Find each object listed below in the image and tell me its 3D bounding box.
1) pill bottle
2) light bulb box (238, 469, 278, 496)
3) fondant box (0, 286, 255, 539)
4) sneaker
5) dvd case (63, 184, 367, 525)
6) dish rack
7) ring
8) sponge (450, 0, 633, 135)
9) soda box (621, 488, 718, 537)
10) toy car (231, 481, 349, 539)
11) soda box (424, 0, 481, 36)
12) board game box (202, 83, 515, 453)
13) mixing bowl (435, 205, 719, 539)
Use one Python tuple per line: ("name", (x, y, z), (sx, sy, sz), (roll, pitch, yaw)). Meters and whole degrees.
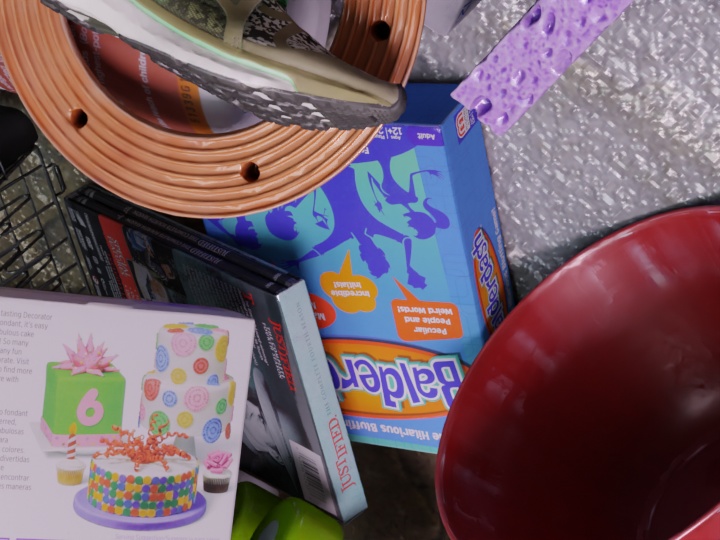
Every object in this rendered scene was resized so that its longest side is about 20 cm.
("pill bottle", (-0.124, -0.131, 0.839), (0.200, 0.112, 0.112), (15, 129, 21))
("light bulb box", (-0.172, 0.209, 1.040), (0.125, 0.199, 0.200), (32, 143, -32))
("fondant box", (-0.137, 0.112, 0.848), (0.058, 0.144, 0.200), (-167, 83, -66))
("sneaker", (-0.064, -0.123, 0.701), (0.200, 0.077, 0.089), (28, 90, 8))
("dvd case", (-0.081, 0.041, 0.954), (0.200, 0.022, 0.146), (23, 137, 48))
("dish rack", (-0.219, -0.009, 1.013), (0.153, 0.055, 0.200), (11, 129, 38))
("ring", (-0.065, -0.122, 0.743), (0.200, 0.019, 0.201), (4, 102, 19))
("sponge", (0.119, -0.140, 0.686), (0.030, 0.112, 0.200), (43, 134, -1))
("soda box", (0.160, 0.134, 0.900), (0.200, 0.064, 0.068), (-10, 118, 37))
("toy car", (-0.031, 0.239, 0.926), (0.164, 0.200, 0.158), (33, 169, -17))
("soda box", (-0.023, -0.187, 0.767), (0.200, 0.063, 0.068), (32, 127, 6))
("board game box", (0.000, 0.000, 0.909), (0.152, 0.045, 0.200), (5, 126, 29))
("mixing bowl", (0.145, 0.081, 0.799), (0.200, 0.200, 0.108), (-19, 128, 39))
